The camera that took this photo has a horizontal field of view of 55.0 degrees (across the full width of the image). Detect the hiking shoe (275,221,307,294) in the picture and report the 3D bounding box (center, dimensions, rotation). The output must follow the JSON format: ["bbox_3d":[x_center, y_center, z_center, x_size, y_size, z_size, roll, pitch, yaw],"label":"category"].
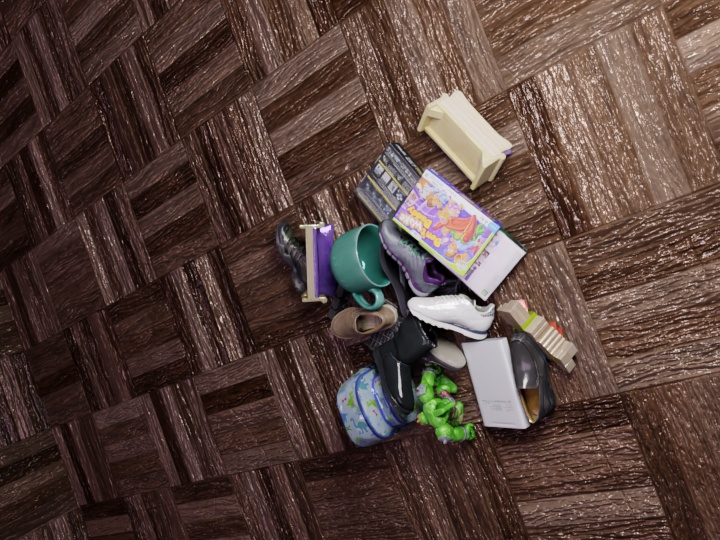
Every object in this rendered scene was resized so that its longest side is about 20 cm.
[{"bbox_3d":[-0.153,-0.044,1.836,0.099,0.076,0.203,-21,95,25],"label":"hiking shoe"}]

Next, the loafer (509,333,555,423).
[{"bbox_3d":[0.365,0.233,1.489,0.072,0.072,0.203,-13,107,42],"label":"loafer"}]

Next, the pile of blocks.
[{"bbox_3d":[0.389,0.130,1.492,0.200,0.082,0.062,44,79,9],"label":"pile of blocks"}]

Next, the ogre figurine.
[{"bbox_3d":[0.192,0.320,1.633,0.097,0.119,0.204,-9,95,36],"label":"ogre figurine"}]

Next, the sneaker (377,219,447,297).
[{"bbox_3d":[0.122,-0.041,1.569,0.087,0.074,0.201,-29,99,43],"label":"sneaker"}]

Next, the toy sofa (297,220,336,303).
[{"bbox_3d":[-0.107,-0.023,1.755,0.096,0.083,0.204,-2,96,-7],"label":"toy sofa"}]

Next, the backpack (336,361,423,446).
[{"bbox_3d":[0.047,0.319,1.688,0.146,0.199,0.185,-28,84,37],"label":"backpack"}]

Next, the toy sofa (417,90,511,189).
[{"bbox_3d":[0.225,-0.284,1.494,0.201,0.097,0.083,50,152,16],"label":"toy sofa"}]

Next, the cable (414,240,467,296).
[{"bbox_3d":[0.199,-0.031,1.587,0.164,0.051,0.200,52,124,15],"label":"cable"}]

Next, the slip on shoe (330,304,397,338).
[{"bbox_3d":[-0.002,0.130,1.701,0.197,0.060,0.077,-10,97,35],"label":"slip on shoe"}]

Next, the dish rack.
[{"bbox_3d":[0.013,0.105,1.755,0.199,0.054,0.155,33,120,23],"label":"dish rack"}]

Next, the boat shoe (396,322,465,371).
[{"bbox_3d":[0.166,0.193,1.658,0.198,0.072,0.064,30,125,32],"label":"boat shoe"}]

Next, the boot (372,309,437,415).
[{"bbox_3d":[0.115,0.205,1.585,0.162,0.073,0.200,-45,48,27],"label":"boot"}]

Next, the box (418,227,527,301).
[{"bbox_3d":[0.246,-0.053,1.522,0.199,0.036,0.145,41,112,6],"label":"box"}]

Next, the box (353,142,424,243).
[{"bbox_3d":[0.095,-0.173,1.630,0.201,0.049,0.162,50,123,16],"label":"box"}]

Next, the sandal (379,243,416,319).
[{"bbox_3d":[0.104,0.017,1.658,0.042,0.076,0.203,-15,102,38],"label":"sandal"}]

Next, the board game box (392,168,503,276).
[{"bbox_3d":[0.186,-0.104,1.490,0.199,0.045,0.135,39,111,10],"label":"board game box"}]

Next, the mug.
[{"bbox_3d":[-0.005,-0.010,1.663,0.113,0.187,0.152,-17,136,39],"label":"mug"}]

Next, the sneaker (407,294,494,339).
[{"bbox_3d":[0.205,0.086,1.568,0.196,0.077,0.082,15,114,-3],"label":"sneaker"}]

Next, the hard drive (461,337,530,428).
[{"bbox_3d":[0.306,0.256,1.571,0.131,0.026,0.204,-13,93,56],"label":"hard drive"}]
